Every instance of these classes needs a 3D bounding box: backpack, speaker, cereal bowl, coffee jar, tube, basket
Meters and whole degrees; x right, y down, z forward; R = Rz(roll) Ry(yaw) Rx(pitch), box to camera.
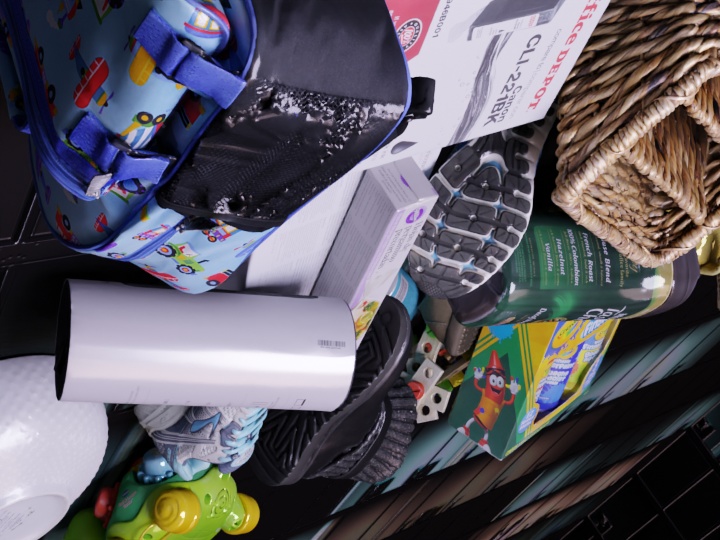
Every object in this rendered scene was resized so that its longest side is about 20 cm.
[{"bbox_3d":[-0.089,-0.091,0.471,0.133,0.185,0.199,2,151,-41],"label":"backpack"},{"bbox_3d":[-0.107,0.053,0.740,0.196,0.082,0.082,4,142,-21],"label":"speaker"},{"bbox_3d":[-0.272,0.156,0.799,0.198,0.084,0.201,-29,157,-13],"label":"cereal bowl"},{"bbox_3d":[0.174,-0.002,0.889,0.196,0.087,0.104,-2,167,-23],"label":"coffee jar"},{"bbox_3d":[0.027,0.029,1.009,0.077,0.051,0.200,-38,162,0],"label":"tube"},{"bbox_3d":[0.233,-0.098,0.764,0.141,0.152,0.199,-8,160,33],"label":"basket"}]

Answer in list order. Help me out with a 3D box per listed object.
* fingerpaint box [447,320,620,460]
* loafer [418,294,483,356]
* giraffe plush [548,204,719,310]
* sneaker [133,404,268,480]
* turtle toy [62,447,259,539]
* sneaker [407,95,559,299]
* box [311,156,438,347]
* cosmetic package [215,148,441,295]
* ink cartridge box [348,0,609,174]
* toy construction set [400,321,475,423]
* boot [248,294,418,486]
[{"bbox_3d":[0.188,0.071,1.079,0.199,0.073,0.169,-22,137,-51],"label":"fingerpaint box"},{"bbox_3d":[0.093,-0.014,0.976,0.076,0.067,0.203,-30,142,-49],"label":"loafer"},{"bbox_3d":[0.261,-0.064,1.036,0.159,0.204,0.173,0,170,5],"label":"giraffe plush"},{"bbox_3d":[-0.101,0.112,0.881,0.077,0.087,0.199,-23,173,-46],"label":"sneaker"},{"bbox_3d":[-0.200,0.235,1.023,0.199,0.102,0.145,-39,155,11],"label":"turtle toy"},{"bbox_3d":[0.098,-0.069,0.805,0.203,0.077,0.090,-63,173,-7],"label":"sneaker"},{"bbox_3d":[0.000,0.000,0.793,0.038,0.042,0.201,-20,152,-32],"label":"box"},{"bbox_3d":[-0.029,-0.039,0.793,0.149,0.052,0.201,-20,153,-27],"label":"cosmetic package"},{"bbox_3d":[0.047,-0.148,0.644,0.198,0.084,0.145,-20,152,-32],"label":"ink cartridge box"},{"bbox_3d":[0.083,0.083,1.114,0.130,0.093,0.200,-38,177,15],"label":"toy construction set"},{"bbox_3d":[0.009,0.107,0.953,0.156,0.080,0.212,9,130,-47],"label":"boot"}]
